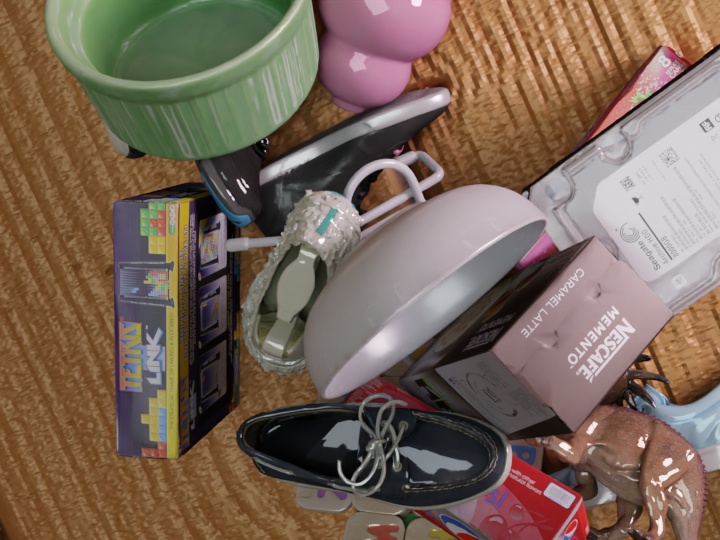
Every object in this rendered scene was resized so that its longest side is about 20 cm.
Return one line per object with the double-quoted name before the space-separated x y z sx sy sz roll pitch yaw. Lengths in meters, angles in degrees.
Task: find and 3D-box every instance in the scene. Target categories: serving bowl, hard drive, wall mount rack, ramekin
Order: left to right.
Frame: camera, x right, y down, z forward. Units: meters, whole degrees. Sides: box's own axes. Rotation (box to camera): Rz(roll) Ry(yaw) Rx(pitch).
"ramekin" -0.126 -0.178 0.934 0.199 0.098 0.201 -5 54 7
"wall mount rack" 0.000 0.000 0.978 0.173 0.075 0.200 -28 125 -10
"serving bowl" 0.035 0.004 0.870 0.200 0.200 0.066 -41 78 15
"hard drive" 0.233 -0.059 0.884 0.200 0.038 0.140 -35 92 15

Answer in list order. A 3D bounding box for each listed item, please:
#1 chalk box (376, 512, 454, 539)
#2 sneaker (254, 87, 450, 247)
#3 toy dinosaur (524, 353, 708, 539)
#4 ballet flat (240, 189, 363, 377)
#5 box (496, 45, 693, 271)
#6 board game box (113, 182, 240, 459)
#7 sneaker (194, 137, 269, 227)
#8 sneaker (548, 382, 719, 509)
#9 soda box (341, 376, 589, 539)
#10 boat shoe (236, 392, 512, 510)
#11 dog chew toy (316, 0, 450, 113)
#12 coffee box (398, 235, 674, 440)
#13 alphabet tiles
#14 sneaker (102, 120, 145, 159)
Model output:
"chalk box" 0.083 0.262 1.001 0.123 0.125 0.201 -5 65 13
"sneaker" 0.000 -0.072 1.020 0.199 0.071 0.099 -27 100 15
"toy dinosaur" 0.205 0.132 0.935 0.200 0.086 0.135 40 65 16
"ballet flat" -0.054 0.024 0.929 0.072 0.072 0.200 27 134 7
"box" 0.205 -0.065 0.956 0.100 0.095 0.200 39 105 4
"board game box" -0.147 0.034 1.013 0.056 0.165 0.201 3 99 12
"sneaker" -0.097 -0.130 0.993 0.082 0.073 0.201 -15 64 4
"sneaker" 0.226 0.138 1.004 0.199 0.074 0.082 -20 76 12
"soda box" 0.070 0.157 0.930 0.200 0.070 0.063 29 70 29
"boat shoe" 0.006 0.126 0.886 0.199 0.062 0.075 5 75 25
"dog chew toy" 0.023 -0.219 0.965 0.124 0.125 0.201 23 110 8
"coffee box" 0.118 0.057 0.890 0.080 0.200 0.114 45 73 -4
"alphabet tiles" 0.049 0.142 0.998 0.195 0.015 0.201 3 59 17
"sneaker" -0.217 -0.195 1.054 0.093 0.070 0.201 2 103 33
